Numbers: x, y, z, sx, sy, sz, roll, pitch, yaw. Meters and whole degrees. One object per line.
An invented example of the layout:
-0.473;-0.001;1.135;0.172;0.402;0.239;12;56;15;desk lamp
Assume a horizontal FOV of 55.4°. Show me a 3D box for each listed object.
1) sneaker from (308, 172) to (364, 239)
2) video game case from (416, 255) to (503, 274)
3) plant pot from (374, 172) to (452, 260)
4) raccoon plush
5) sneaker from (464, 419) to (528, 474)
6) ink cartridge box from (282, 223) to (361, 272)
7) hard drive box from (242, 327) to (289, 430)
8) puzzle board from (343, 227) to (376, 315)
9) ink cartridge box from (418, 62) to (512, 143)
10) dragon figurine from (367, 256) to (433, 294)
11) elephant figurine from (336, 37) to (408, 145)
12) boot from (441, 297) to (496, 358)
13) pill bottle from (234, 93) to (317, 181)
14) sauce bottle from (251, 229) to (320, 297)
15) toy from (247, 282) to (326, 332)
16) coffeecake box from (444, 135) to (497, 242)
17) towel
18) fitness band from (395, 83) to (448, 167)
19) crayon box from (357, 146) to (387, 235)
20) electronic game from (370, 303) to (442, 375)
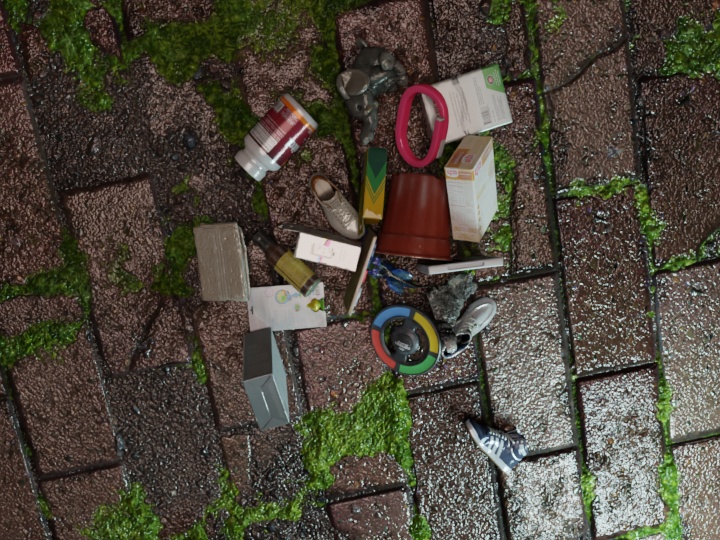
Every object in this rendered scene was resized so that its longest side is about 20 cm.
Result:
-0.060;-0.153;1.710;0.073;0.085;0.200;-40;104;3;sneaker
0.240;-0.014;1.698;0.179;0.200;0.024;-7;93;-3;video game case
0.138;-0.132;1.683;0.197;0.201;0.199;6;92;-5;plant pot
0.254;0.102;1.753;0.132;0.097;0.202;-20;71;5;raccoon plush
0.375;0.452;1.861;0.108;0.070;0.200;-40;108;9;sneaker
-0.102;-0.059;1.708;0.197;0.117;0.068;15;99;-6;ink cartridge box
-0.235;0.265;1.700;0.076;0.201;0.158;-14;118;-1;hard drive box
0.000;0.000;1.709;0.017;0.151;0.203;17;99;-9;puzzle board
0.253;-0.404;1.683;0.197;0.083;0.149;-17;101;0;ink cartridge box
0.095;0.020;1.745;0.198;0.099;0.059;29;98;-11;dragon figurine
0.006;-0.426;1.632;0.200;0.155;0.141;-49;123;-3;elephant figurine
0.283;0.155;1.786;0.200;0.096;0.074;-44;101;5;boot
-0.206;-0.317;1.654;0.113;0.113;0.200;44;96;-10;pill bottle
-0.188;-0.022;1.716;0.200;0.065;0.065;44;96;7;sauce bottle
-0.188;0.091;1.765;0.197;0.047;0.117;-4;100;3;toy
0.269;-0.197;1.649;0.072;0.154;0.202;9;131;27;coffeecake box
-0.348;-0.021;1.724;0.130;0.034;0.203;-1;101;17;towel
0.144;-0.345;1.649;0.037;0.143;0.202;-24;139;-36;fitness band
0.028;-0.187;1.668;0.050;0.127;0.203;5;89;-5;crayon box
0.116;0.179;1.767;0.197;0.042;0.203;11;116;23;electronic game
